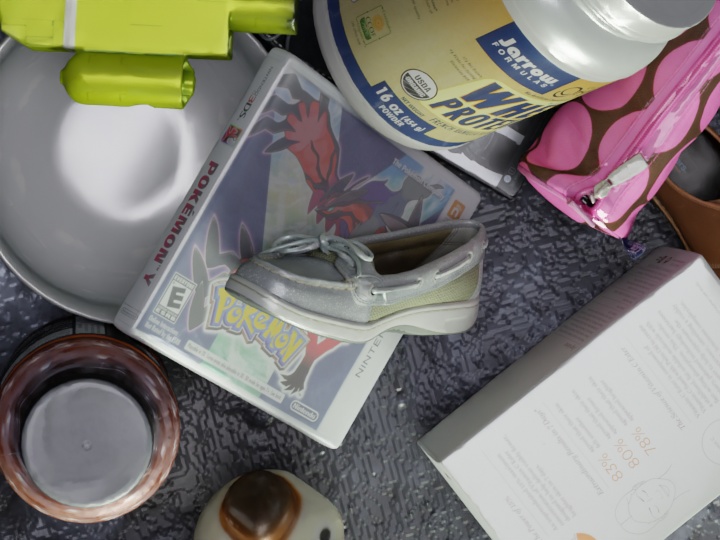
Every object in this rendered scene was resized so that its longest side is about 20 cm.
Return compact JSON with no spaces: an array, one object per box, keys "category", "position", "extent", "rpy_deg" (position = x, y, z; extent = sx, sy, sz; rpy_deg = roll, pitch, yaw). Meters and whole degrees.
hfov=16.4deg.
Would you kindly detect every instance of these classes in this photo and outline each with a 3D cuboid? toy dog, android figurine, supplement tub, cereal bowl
[{"category":"toy dog","position":[-0.088,0.209,1.493],"extent":[0.200,0.140,0.194],"rpy_deg":[-45,61,0]},{"category":"android figurine","position":[-0.131,-0.182,1.392],"extent":[0.200,0.041,0.182],"rpy_deg":[5,90,0]},{"category":"supplement tub","position":[-0.157,0.085,1.429],"extent":[0.107,0.200,0.107],"rpy_deg":[-1,95,-7]},{"category":"supplement tub","position":[0.087,-0.160,1.398],"extent":[0.144,0.200,0.145],"rpy_deg":[18,62,-39]},{"category":"cereal bowl","position":[-0.138,-0.070,1.473],"extent":[0.200,0.083,0.200],"rpy_deg":[-2,97,-13]}]

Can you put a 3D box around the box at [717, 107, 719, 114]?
[{"category":"box","position":[0.288,-0.114,1.466],"extent":[0.060,0.200,0.117],"rpy_deg":[42,91,-6]}]

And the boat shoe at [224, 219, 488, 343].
[{"category":"boat shoe","position":[0.002,0.001,1.430],"extent":[0.202,0.074,0.065],"rpy_deg":[2,107,-48]}]

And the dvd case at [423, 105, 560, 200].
[{"category":"dvd case","position":[0.044,-0.156,1.523],"extent":[0.200,0.025,0.150],"rpy_deg":[30,90,-7]}]

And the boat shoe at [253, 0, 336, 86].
[{"category":"boat shoe","position":[-0.045,-0.167,1.470],"extent":[0.075,0.062,0.200],"rpy_deg":[-45,99,-2]}]

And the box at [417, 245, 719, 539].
[{"category":"box","position":[0.154,0.095,1.517],"extent":[0.200,0.097,0.124],"rpy_deg":[-38,98,-3]}]

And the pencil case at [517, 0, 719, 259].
[{"category":"pencil case","position":[0.179,-0.112,1.444],"extent":[0.091,0.094,0.200],"rpy_deg":[35,98,2]}]

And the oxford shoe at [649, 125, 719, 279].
[{"category":"oxford shoe","position":[0.232,-0.026,1.524],"extent":[0.200,0.071,0.071],"rpy_deg":[43,86,-4]}]

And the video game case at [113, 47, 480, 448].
[{"category":"video game case","position":[-0.031,-0.008,1.462],"extent":[0.200,0.023,0.182],"rpy_deg":[33,85,-46]}]
